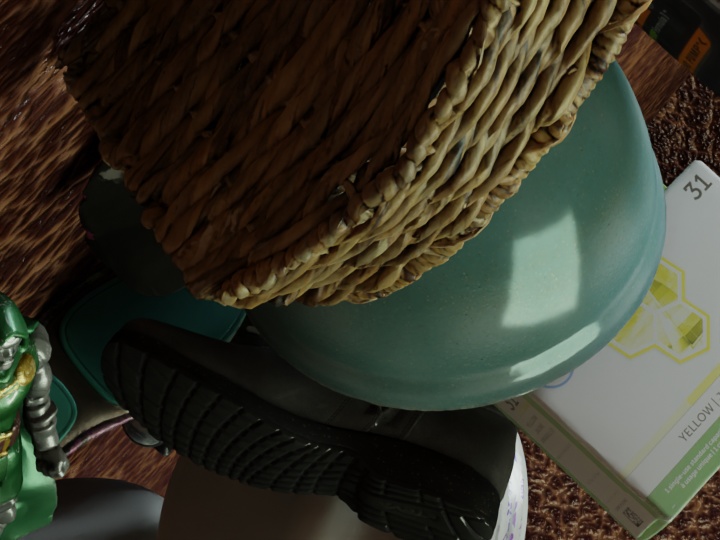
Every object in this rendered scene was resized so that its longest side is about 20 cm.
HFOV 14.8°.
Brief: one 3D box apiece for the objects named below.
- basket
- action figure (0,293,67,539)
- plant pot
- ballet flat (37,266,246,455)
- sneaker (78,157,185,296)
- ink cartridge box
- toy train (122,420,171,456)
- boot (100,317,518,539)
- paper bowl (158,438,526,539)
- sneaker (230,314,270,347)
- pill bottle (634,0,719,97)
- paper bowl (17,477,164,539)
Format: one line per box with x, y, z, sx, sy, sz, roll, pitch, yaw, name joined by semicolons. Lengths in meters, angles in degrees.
0.027;-0.082;0.917;0.149;0.143;0.200;0;137;-49;basket
-0.160;0.077;1.131;0.118;0.055;0.200;-31;152;-33;action figure
0.031;-0.060;1.202;0.200;0.200;0.134;-45;151;-22;plant pot
-0.139;0.054;1.287;0.200;0.069;0.071;-41;-169;-23;ballet flat
-0.035;-0.084;1.091;0.200;0.080;0.086;-41;-170;26;sneaker
0.104;0.003;1.256;0.146;0.200;0.048;-45;174;-22;ink cartridge box
-0.072;0.037;1.556;0.114;0.087;0.200;-58;171;22;toy train
-0.011;0.038;1.277;0.070;0.200;0.132;126;-13;-58;boot
-0.021;0.125;1.364;0.201;0.104;0.201;-32;-136;37;paper bowl
0.000;0.000;1.361;0.200;0.074;0.081;-4;-172;-7;sneaker
0.137;-0.154;1.158;0.106;0.200;0.106;-47;173;-8;pill bottle
-0.159;0.185;1.497;0.201;0.200;0.104;-40;128;-52;paper bowl
